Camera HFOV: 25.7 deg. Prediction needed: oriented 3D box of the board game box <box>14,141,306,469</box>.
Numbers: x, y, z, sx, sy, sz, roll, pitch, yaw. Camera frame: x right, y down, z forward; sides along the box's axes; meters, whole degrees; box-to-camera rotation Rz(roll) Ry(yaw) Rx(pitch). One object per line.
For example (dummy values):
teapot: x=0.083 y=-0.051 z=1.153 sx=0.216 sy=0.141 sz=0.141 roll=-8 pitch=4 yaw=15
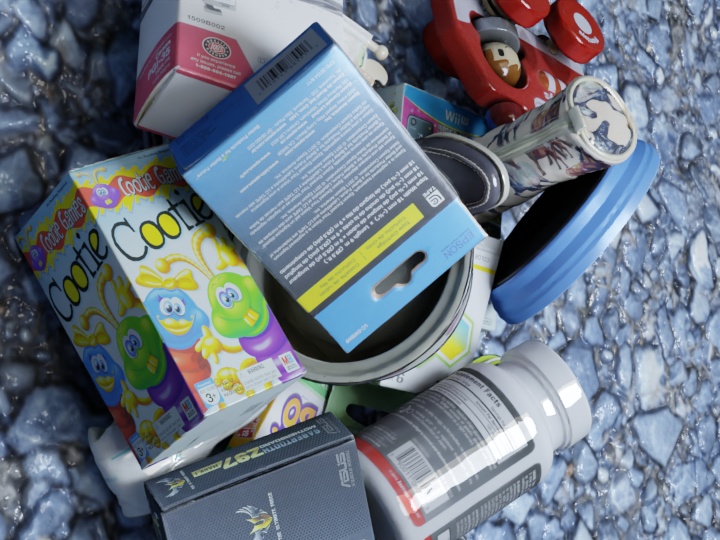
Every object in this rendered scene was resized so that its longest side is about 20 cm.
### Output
board game box: x=-0.148 y=0.025 z=1.154 sx=0.103 sy=0.105 sz=0.200 roll=-21 pitch=76 yaw=-43

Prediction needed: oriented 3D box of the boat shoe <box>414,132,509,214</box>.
boat shoe: x=0.030 y=-0.079 z=1.324 sx=0.063 sy=0.200 sz=0.073 roll=-29 pitch=124 yaw=-46

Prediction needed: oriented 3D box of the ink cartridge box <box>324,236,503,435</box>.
ink cartridge box: x=0.045 y=0.055 z=1.337 sx=0.104 sy=0.059 sz=0.200 roll=17 pitch=88 yaw=-43

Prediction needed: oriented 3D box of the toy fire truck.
toy fire truck: x=0.152 y=-0.181 z=1.474 sx=0.200 sy=0.112 sz=0.168 roll=24 pitch=43 yaw=-39

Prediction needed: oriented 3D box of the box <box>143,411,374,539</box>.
box: x=-0.067 y=0.225 z=1.208 sx=0.158 sy=0.051 sz=0.200 roll=-19 pitch=116 yaw=-18

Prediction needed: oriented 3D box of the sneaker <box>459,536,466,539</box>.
sneaker: x=0.012 y=0.234 z=1.351 sx=0.200 sy=0.075 sz=0.114 roll=29 pitch=50 yaw=-27

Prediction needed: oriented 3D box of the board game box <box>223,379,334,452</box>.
board game box: x=-0.055 y=0.119 z=1.311 sx=0.200 sy=0.030 sz=0.096 roll=-60 pitch=142 yaw=-29

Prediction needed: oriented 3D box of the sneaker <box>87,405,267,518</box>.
sneaker: x=-0.130 y=0.100 z=1.230 sx=0.200 sy=0.070 sz=0.080 roll=-47 pitch=113 yaw=-37

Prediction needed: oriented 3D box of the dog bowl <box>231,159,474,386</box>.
dog bowl: x=0.000 y=0.000 z=1.248 sx=0.074 sy=0.200 sz=0.200 roll=45 pitch=50 yaw=-67

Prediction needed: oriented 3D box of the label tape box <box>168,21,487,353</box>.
label tape box: x=-0.023 y=-0.059 z=1.164 sx=0.144 sy=0.063 sz=0.200 roll=-39 pitch=120 yaw=2

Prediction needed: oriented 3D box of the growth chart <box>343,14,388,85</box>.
growth chart: x=-0.051 y=-0.172 z=1.332 sx=0.145 sy=0.018 sz=0.200 roll=41 pitch=43 yaw=-12

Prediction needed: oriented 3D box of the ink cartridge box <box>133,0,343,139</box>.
ink cartridge box: x=-0.093 y=-0.190 z=1.235 sx=0.146 sy=0.083 sz=0.200 roll=16 pitch=53 yaw=-24

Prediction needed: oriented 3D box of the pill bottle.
pill bottle: x=0.084 y=0.147 z=1.286 sx=0.200 sy=0.116 sz=0.116 roll=-30 pitch=106 yaw=-21

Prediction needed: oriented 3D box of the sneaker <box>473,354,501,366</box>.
sneaker: x=0.103 y=0.135 z=1.441 sx=0.200 sy=0.081 sz=0.074 roll=-40 pitch=111 yaw=-40

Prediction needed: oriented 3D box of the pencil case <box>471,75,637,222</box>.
pencil case: x=0.144 y=-0.100 z=1.346 sx=0.089 sy=0.200 sz=0.078 roll=-19 pitch=87 yaw=-40

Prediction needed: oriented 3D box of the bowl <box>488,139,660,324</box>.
bowl: x=0.180 y=-0.041 z=1.384 sx=0.039 sy=0.201 sz=0.201 roll=40 pitch=56 yaw=-7

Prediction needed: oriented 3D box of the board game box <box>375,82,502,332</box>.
board game box: x=0.060 y=-0.052 z=1.440 sx=0.147 sy=0.064 sz=0.200 roll=16 pitch=73 yaw=-43

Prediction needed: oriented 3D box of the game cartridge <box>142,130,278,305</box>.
game cartridge: x=-0.111 y=-0.061 z=1.295 sx=0.133 sy=0.041 sz=0.200 roll=-6 pitch=88 yaw=-41
